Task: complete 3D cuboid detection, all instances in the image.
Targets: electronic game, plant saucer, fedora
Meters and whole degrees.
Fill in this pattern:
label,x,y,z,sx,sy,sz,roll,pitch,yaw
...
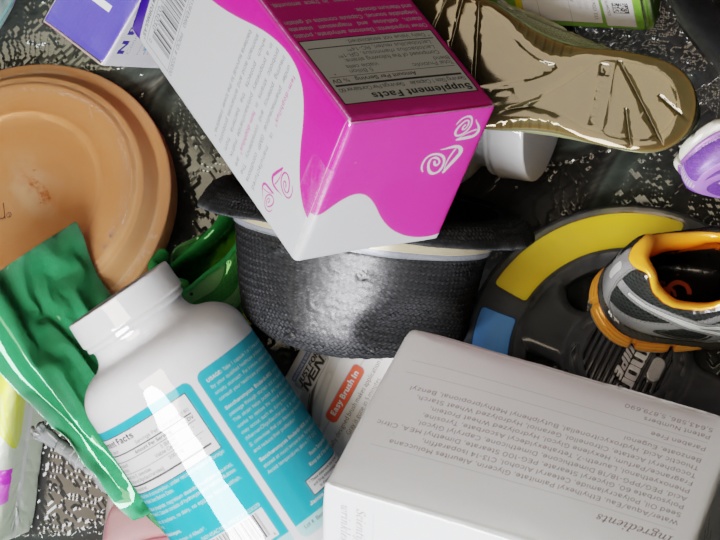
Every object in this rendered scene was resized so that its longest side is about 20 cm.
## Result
label,x,y,z,sx,sy,sz,roll,pitch,yaw
electronic game,0.158,0.056,1.513,0.199,0.042,0.201,-2,70,5
plant saucer,-0.218,-0.044,1.638,0.200,0.032,0.201,-5,65,10
fedora,0.000,0.000,1.509,0.200,0.201,0.092,11,101,19

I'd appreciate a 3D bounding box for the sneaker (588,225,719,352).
label,x,y,z,sx,sy,sz,roll,pitch,yaw
sneaker,0.235,0.011,1.470,0.199,0.077,0.079,-3,66,-4

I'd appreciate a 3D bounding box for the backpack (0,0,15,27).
label,x,y,z,sx,sy,sz,roll,pitch,yaw
backpack,-0.302,-0.192,1.658,0.167,0.127,0.200,36,108,11

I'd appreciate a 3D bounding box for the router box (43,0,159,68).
label,x,y,z,sx,sy,sz,roll,pitch,yaw
router box,-0.087,-0.217,1.547,0.049,0.179,0.200,36,105,15

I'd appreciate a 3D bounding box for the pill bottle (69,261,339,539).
label,x,y,z,sx,sy,sz,roll,pitch,yaw
pill bottle,-0.088,0.096,1.502,0.111,0.111,0.200,-32,94,19

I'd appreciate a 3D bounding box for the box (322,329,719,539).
label,x,y,z,sx,sy,sz,roll,pitch,yaw
box,0.092,0.167,1.424,0.199,0.131,0.199,16,134,14

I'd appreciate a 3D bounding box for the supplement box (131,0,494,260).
label,x,y,z,sx,sy,sz,roll,pitch,yaw
supplement box,-0.030,-0.113,1.412,0.200,0.103,0.101,56,138,34

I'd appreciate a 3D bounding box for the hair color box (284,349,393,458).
label,x,y,z,sx,sy,sz,roll,pitch,yaw
hair color box,0.048,0.105,1.582,0.200,0.064,0.111,33,103,14

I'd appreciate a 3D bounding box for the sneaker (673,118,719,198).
label,x,y,z,sx,sy,sz,roll,pitch,yaw
sneaker,0.275,-0.039,1.435,0.199,0.081,0.084,12,61,-5

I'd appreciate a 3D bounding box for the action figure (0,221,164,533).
label,x,y,z,sx,sy,sz,roll,pitch,yaw
action figure,-0.161,0.081,1.558,0.200,0.118,0.055,55,142,-1

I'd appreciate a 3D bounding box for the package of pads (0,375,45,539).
label,x,y,z,sx,sy,sz,roll,pitch,yaw
package of pads,-0.286,0.067,1.701,0.154,0.068,0.201,12,97,18

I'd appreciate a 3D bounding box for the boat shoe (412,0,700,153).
label,x,y,z,sx,sy,sz,roll,pitch,yaw
boat shoe,0.096,-0.113,1.459,0.200,0.063,0.073,13,93,11

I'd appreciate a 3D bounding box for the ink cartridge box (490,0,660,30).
label,x,y,z,sx,sy,sz,roll,pitch,yaw
ink cartridge box,0.084,-0.224,1.498,0.199,0.076,0.148,5,58,17

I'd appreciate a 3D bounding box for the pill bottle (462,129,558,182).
label,x,y,z,sx,sy,sz,roll,pitch,yaw
pill bottle,0.018,-0.113,1.551,0.199,0.112,0.113,11,98,19

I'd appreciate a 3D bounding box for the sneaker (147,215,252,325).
label,x,y,z,sx,sy,sz,roll,pitch,yaw
sneaker,-0.112,0.027,1.615,0.200,0.083,0.074,-57,34,5

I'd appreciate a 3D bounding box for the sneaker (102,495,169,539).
label,x,y,z,sx,sy,sz,roll,pitch,yaw
sneaker,-0.068,0.151,1.622,0.199,0.075,0.105,-6,49,-3
